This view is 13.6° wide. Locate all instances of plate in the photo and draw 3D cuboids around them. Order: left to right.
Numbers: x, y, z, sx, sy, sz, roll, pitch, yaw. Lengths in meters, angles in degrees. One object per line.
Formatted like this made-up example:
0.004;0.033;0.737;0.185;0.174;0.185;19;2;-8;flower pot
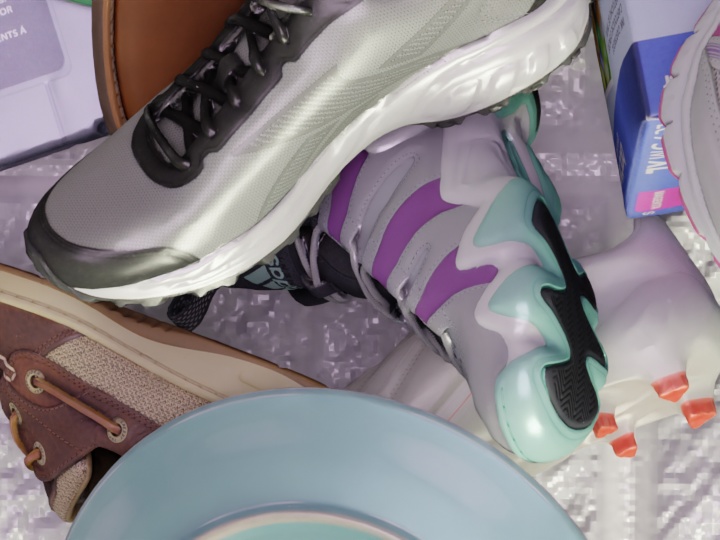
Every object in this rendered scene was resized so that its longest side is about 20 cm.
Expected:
-0.011;0.135;0.957;0.199;0.026;0.201;5;110;14;plate

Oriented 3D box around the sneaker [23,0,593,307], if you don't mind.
-0.025;-0.064;0.958;0.200;0.079;0.074;-34;44;-1;sneaker

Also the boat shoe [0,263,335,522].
-0.089;0.049;1.012;0.199;0.072;0.072;19;83;24;boat shoe

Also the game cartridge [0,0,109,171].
-0.176;-0.088;1.059;0.199;0.041;0.134;-17;93;4;game cartridge

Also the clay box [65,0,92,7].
-0.116;-0.192;0.992;0.114;0.048;0.201;14;104;8;clay box

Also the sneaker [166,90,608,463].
0.000;0.000;0.999;0.139;0.201;0.078;-21;133;12;sneaker

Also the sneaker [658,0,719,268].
0.149;-0.080;0.877;0.081;0.088;0.201;22;67;-23;sneaker

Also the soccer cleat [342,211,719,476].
0.030;0.046;1.038;0.199;0.069;0.078;-23;61;10;soccer cleat

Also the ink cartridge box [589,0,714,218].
0.094;-0.098;0.976;0.042;0.119;0.201;-11;77;-1;ink cartridge box

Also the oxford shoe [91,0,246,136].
-0.036;-0.117;0.981;0.071;0.071;0.201;30;120;24;oxford shoe
